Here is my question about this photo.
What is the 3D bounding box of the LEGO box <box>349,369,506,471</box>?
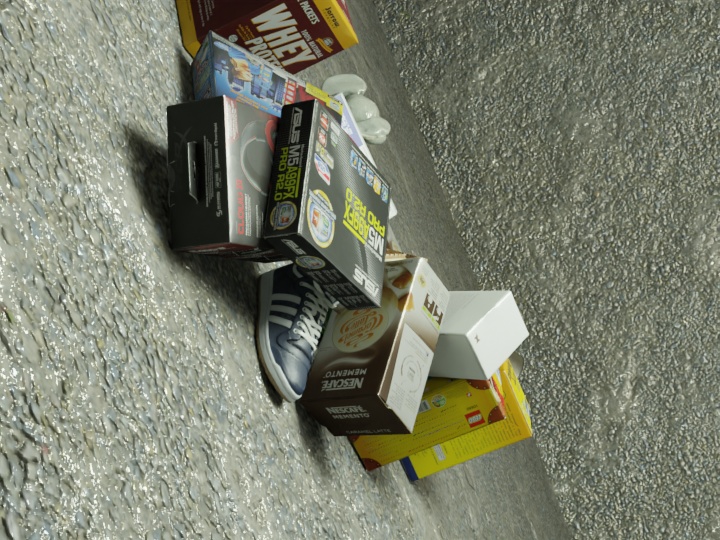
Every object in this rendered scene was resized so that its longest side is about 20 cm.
[{"bbox_3d":[0.085,0.167,1.396,0.078,0.199,0.149,63,13,-19],"label":"LEGO box"}]

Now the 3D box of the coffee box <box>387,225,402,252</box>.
[{"bbox_3d":[0.030,0.010,1.734,0.200,0.079,0.115,-76,141,-71],"label":"coffee box"}]

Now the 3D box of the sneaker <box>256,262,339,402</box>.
[{"bbox_3d":[-0.058,0.054,1.194,0.070,0.108,0.201,56,16,-39],"label":"sneaker"}]

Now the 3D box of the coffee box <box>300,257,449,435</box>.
[{"bbox_3d":[0.021,0.091,1.247,0.080,0.114,0.201,51,44,-37],"label":"coffee box"}]

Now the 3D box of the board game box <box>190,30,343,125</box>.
[{"bbox_3d":[-0.124,-0.179,1.282,0.199,0.062,0.201,26,38,-18],"label":"board game box"}]

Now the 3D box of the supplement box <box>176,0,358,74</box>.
[{"bbox_3d":[-0.135,-0.374,1.429,0.133,0.199,0.198,50,20,-53],"label":"supplement box"}]

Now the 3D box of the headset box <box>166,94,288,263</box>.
[{"bbox_3d":[-0.126,-0.090,1.090,0.200,0.074,0.150,10,75,-63],"label":"headset box"}]

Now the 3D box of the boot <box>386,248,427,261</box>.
[{"bbox_3d":[0.024,0.020,1.446,0.200,0.075,0.108,14,93,-57],"label":"boot"}]

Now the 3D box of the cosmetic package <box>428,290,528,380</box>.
[{"bbox_3d":[0.106,0.081,1.355,0.101,0.199,0.072,-40,114,-34],"label":"cosmetic package"}]

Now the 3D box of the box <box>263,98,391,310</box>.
[{"bbox_3d":[-0.030,-0.067,1.146,0.200,0.044,0.161,44,46,-53],"label":"box"}]

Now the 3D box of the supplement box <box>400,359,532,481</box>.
[{"bbox_3d":[0.148,0.219,1.579,0.109,0.199,0.110,-59,125,-76],"label":"supplement box"}]

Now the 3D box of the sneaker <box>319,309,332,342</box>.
[{"bbox_3d":[-0.021,0.064,1.398,0.200,0.085,0.079,38,31,-68],"label":"sneaker"}]

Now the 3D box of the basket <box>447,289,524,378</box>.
[{"bbox_3d":[0.151,0.121,1.753,0.200,0.136,0.180,46,-26,-13],"label":"basket"}]

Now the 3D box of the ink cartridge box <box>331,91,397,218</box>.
[{"bbox_3d":[-0.053,-0.153,1.576,0.043,0.199,0.197,-35,105,-33],"label":"ink cartridge box"}]

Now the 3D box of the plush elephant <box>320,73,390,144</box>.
[{"bbox_3d":[-0.027,-0.227,1.710,0.200,0.154,0.166,58,13,-57],"label":"plush elephant"}]
